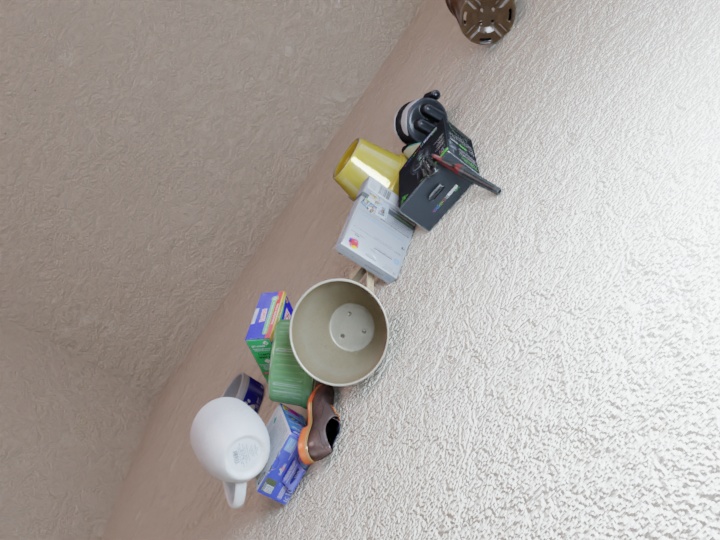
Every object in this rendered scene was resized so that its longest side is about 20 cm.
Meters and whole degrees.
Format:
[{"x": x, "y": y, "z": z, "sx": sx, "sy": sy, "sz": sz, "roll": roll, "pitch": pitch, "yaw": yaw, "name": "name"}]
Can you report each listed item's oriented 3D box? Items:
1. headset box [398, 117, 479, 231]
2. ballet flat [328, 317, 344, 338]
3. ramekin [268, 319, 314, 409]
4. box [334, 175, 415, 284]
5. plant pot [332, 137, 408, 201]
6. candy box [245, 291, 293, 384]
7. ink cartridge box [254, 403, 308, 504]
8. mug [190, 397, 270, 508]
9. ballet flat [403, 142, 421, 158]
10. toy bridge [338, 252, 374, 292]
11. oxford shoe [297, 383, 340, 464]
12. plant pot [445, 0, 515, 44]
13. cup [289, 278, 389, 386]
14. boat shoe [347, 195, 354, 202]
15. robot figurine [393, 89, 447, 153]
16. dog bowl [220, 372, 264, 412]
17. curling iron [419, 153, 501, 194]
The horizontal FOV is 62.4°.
[{"x": 0.168, "y": -0.211, "z": 1.321, "sx": 0.174, "sy": 0.092, "sz": 0.202, "roll": -48, "pitch": 20, "yaw": 31, "name": "headset box"}, {"x": -0.065, "y": 0.166, "z": 1.350, "sx": 0.202, "sy": 0.070, "sz": 0.073, "roll": 99, "pitch": -175, "yaw": -46, "name": "ballet flat"}, {"x": -0.148, "y": 0.205, "z": 1.339, "sx": 0.200, "sy": 0.096, "sz": 0.205, "roll": -174, "pitch": 90, "yaw": -88, "name": "ramekin"}, {"x": 0.043, "y": -0.094, "z": 1.366, "sx": 0.041, "sy": 0.154, "sz": 0.203, "roll": -36, "pitch": 28, "yaw": 54, "name": "box"}, {"x": 0.034, "y": -0.248, "z": 1.600, "sx": 0.202, "sy": 0.187, "sz": 0.202, "roll": -51, "pitch": 18, "yaw": 23, "name": "plant pot"}, {"x": -0.208, "y": 0.184, "z": 1.520, "sx": 0.075, "sy": 0.202, "sz": 0.171, "roll": -9, "pitch": 38, "yaw": 16, "name": "candy box"}, {"x": -0.162, "y": 0.387, "z": 1.246, "sx": 0.138, "sy": 0.076, "sz": 0.200, "roll": -60, "pitch": 16, "yaw": -1, "name": "ink cartridge box"}, {"x": -0.258, "y": 0.377, "z": 1.210, "sx": 0.175, "sy": 0.145, "sz": 0.205, "roll": 5, "pitch": 95, "yaw": 63, "name": "mug"}, {"x": 0.174, "y": -0.294, "z": 1.488, "sx": 0.199, "sy": 0.069, "sz": 0.070, "roll": -13, "pitch": 46, "yaw": 56, "name": "ballet flat"}, {"x": 0.000, "y": 0.000, "z": 1.410, "sx": 0.067, "sy": 0.027, "sz": 0.202, "roll": -49, "pitch": 45, "yaw": 28, "name": "toy bridge"}, {"x": -0.067, "y": 0.298, "z": 1.185, "sx": 0.071, "sy": 0.072, "sz": 0.201, "roll": -19, "pitch": 29, "yaw": 18, "name": "oxford shoe"}, {"x": 0.334, "y": -0.728, "z": 1.613, "sx": 0.200, "sy": 0.198, "sz": 0.201, "roll": -45, "pitch": 30, "yaw": 36, "name": "plant pot"}, {"x": -0.029, "y": 0.120, "z": 1.197, "sx": 0.202, "sy": 0.199, "sz": 0.143, "roll": -56, "pitch": -10, "yaw": 5, "name": "cup"}, {"x": 0.024, "y": -0.229, "z": 1.808, "sx": 0.064, "sy": 0.070, "sz": 0.199, "roll": -59, "pitch": 25, "yaw": -5, "name": "boat shoe"}, {"x": 0.164, "y": -0.400, "z": 1.613, "sx": 0.148, "sy": 0.126, "sz": 0.200, "roll": -29, "pitch": 15, "yaw": -8, "name": "robot figurine"}, {"x": -0.372, "y": 0.414, "z": 1.783, "sx": 0.201, "sy": 0.078, "sz": 0.201, "roll": -50, "pitch": 18, "yaw": 23, "name": "dog bowl"}, {"x": 0.194, "y": -0.185, "z": 1.165, "sx": 0.198, "sy": 0.025, "sz": 0.050, "roll": 29, "pitch": 102, "yaw": 38, "name": "curling iron"}]
